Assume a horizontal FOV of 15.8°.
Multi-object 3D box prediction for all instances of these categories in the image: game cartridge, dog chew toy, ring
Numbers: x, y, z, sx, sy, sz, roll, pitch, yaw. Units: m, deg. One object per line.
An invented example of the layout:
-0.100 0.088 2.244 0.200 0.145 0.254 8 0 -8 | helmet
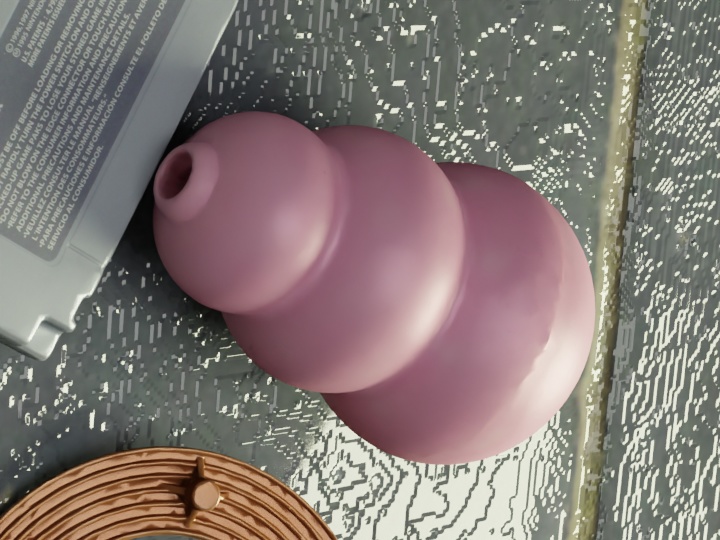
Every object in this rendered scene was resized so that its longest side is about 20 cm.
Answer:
-0.120 -0.082 0.944 0.133 0.041 0.200 36 77 -47 | game cartridge
0.000 0.000 1.026 0.200 0.124 0.125 26 84 -38 | dog chew toy
-0.079 0.170 1.025 0.200 0.019 0.201 -1 93 -27 | ring
